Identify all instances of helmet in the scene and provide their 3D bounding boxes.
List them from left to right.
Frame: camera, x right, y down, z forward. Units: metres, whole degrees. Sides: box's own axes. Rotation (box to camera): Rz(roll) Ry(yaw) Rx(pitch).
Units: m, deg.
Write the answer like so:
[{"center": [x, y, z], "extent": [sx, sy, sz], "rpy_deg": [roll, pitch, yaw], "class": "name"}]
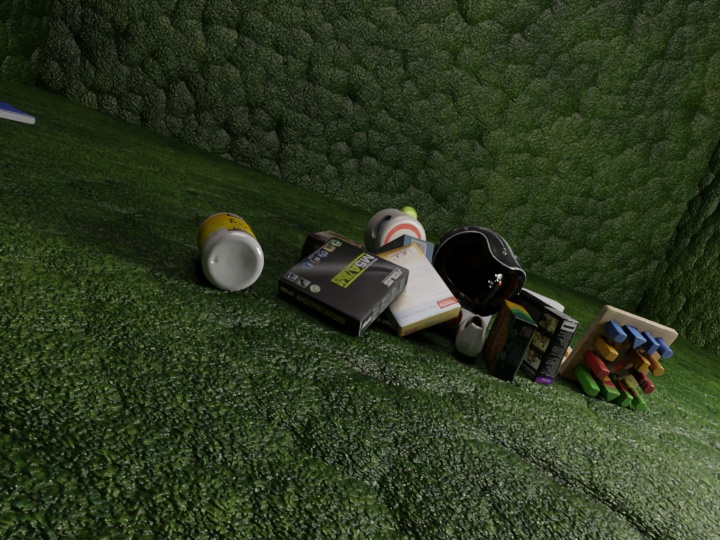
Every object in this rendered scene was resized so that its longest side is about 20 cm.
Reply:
[{"center": [0.263, -0.009, 1.231], "extent": [0.199, 0.201, 0.191], "rpy_deg": [9, 33, -45], "class": "helmet"}]

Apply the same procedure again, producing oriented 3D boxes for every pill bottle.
[{"center": [-0.251, -0.044, 1.008], "extent": [0.108, 0.110, 0.200], "rpy_deg": [16, 13, -25], "class": "pill bottle"}]

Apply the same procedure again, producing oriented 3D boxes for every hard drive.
[{"center": [-1.210, -0.543, 1.775], "extent": [0.199, 0.026, 0.132], "rpy_deg": [25, 12, 19], "class": "hard drive"}]

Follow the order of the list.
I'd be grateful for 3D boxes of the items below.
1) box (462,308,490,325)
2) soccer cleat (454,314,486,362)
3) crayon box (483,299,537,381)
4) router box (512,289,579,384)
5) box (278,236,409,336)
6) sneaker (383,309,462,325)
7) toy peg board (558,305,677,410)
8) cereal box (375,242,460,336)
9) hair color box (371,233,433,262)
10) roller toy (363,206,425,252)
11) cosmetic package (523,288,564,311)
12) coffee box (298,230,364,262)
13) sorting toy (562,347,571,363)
[{"center": [0.223, 0.065, 1.407], "extent": [0.198, 0.098, 0.176], "rpy_deg": [16, 10, -24], "class": "box"}, {"center": [0.245, 0.132, 1.152], "extent": [0.069, 0.087, 0.200], "rpy_deg": [23, 11, 8], "class": "soccer cleat"}, {"center": [0.312, 0.141, 1.142], "extent": [0.050, 0.128, 0.200], "rpy_deg": [22, 10, 4], "class": "crayon box"}, {"center": [0.384, 0.141, 1.207], "extent": [0.051, 0.151, 0.200], "rpy_deg": [16, 13, -21], "class": "router box"}, {"center": [-0.030, 0.023, 1.062], "extent": [0.192, 0.048, 0.200], "rpy_deg": [24, 39, 23], "class": "box"}, {"center": [0.132, 0.096, 1.182], "extent": [0.198, 0.077, 0.085], "rpy_deg": [16, 42, -10], "class": "sneaker"}, {"center": [0.595, 0.211, 1.199], "extent": [0.198, 0.200, 0.098], "rpy_deg": [18, 27, -14], "class": "toy peg board"}, {"center": [0.101, 0.036, 1.135], "extent": [0.142, 0.040, 0.201], "rpy_deg": [-16, 51, -18], "class": "cereal box"}, {"center": [0.111, -0.037, 1.515], "extent": [0.098, 0.061, 0.200], "rpy_deg": [16, -20, -23], "class": "hair color box"}, {"center": [0.114, -0.097, 1.737], "extent": [0.181, 0.202, 0.140], "rpy_deg": [-9, 22, -21], "class": "roller toy"}, {"center": [0.598, 0.117, 1.877], "extent": [0.198, 0.082, 0.113], "rpy_deg": [20, 10, 0], "class": "cosmetic package"}, {"center": [-0.072, -0.044, 1.406], "extent": [0.113, 0.080, 0.200], "rpy_deg": [23, 11, 8], "class": "coffee box"}, {"center": [0.487, 0.193, 1.439], "extent": [0.184, 0.037, 0.200], "rpy_deg": [25, 12, 18], "class": "sorting toy"}]
